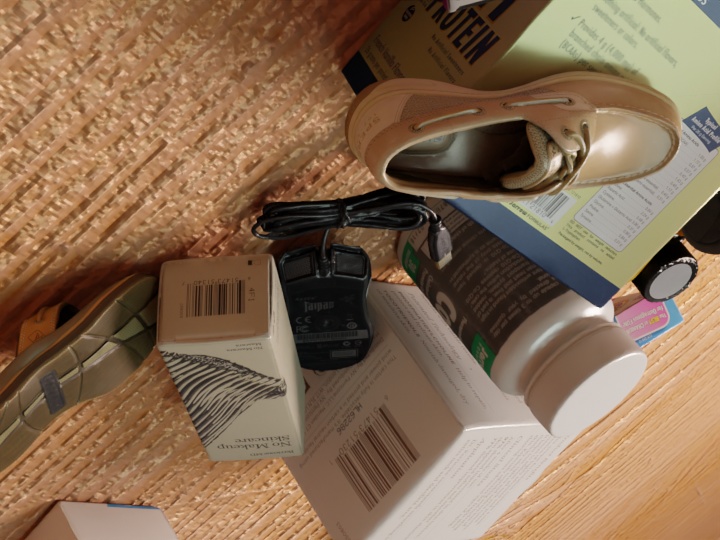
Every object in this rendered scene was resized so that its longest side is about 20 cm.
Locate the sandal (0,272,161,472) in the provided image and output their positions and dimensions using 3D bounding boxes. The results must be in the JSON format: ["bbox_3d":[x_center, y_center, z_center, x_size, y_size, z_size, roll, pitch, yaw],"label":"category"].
[{"bbox_3d":[-0.203,0.060,0.787,0.200,0.054,0.081,-41,152,-34],"label":"sandal"}]

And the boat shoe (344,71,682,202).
[{"bbox_3d":[0.093,-0.066,0.667,0.199,0.065,0.072,0,123,-18],"label":"boat shoe"}]

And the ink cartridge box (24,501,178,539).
[{"bbox_3d":[-0.244,0.309,1.023,0.200,0.125,0.128,-47,149,15],"label":"ink cartridge box"}]

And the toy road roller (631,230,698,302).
[{"bbox_3d":[0.241,-0.073,1.040,0.146,0.123,0.200,7,129,-37],"label":"toy road roller"}]

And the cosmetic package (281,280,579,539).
[{"bbox_3d":[0.053,0.128,1.059,0.200,0.167,0.168,8,128,-51],"label":"cosmetic package"}]

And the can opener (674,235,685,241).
[{"bbox_3d":[0.328,-0.077,1.203,0.200,0.079,0.064,-29,111,-23],"label":"can opener"}]

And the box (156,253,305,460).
[{"bbox_3d":[-0.090,0.069,0.889,0.082,0.069,0.200,-5,148,4],"label":"box"}]

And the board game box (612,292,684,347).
[{"bbox_3d":[0.205,0.087,1.226,0.200,0.040,0.153,-29,180,-16],"label":"board game box"}]

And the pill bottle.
[{"bbox_3d":[0.127,0.026,0.963,0.113,0.200,0.113,-27,148,-18],"label":"pill bottle"}]

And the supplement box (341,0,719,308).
[{"bbox_3d":[0.136,-0.123,0.770,0.200,0.134,0.200,31,109,-34],"label":"supplement box"}]

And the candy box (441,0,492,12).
[{"bbox_3d":[0.118,-0.222,0.621,0.199,0.137,0.061,-16,146,-3],"label":"candy box"}]

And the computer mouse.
[{"bbox_3d":[0.000,0.000,0.916,0.140,0.046,0.200,-8,141,1],"label":"computer mouse"}]

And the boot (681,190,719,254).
[{"bbox_3d":[0.305,-0.116,0.905,0.150,0.073,0.201,-10,107,-45],"label":"boot"}]
